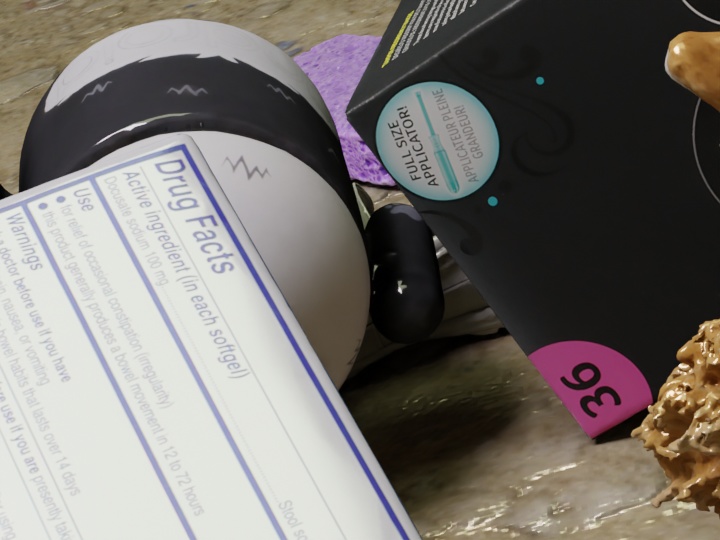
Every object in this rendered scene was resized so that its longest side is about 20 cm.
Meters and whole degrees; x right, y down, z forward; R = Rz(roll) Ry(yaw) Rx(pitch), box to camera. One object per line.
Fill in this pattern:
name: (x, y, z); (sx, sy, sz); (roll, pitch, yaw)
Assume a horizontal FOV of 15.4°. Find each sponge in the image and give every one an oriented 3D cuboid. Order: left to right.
sponge: (0.014, -0.079, 1.305); (0.111, 0.030, 0.199); (-30, 24, -32)

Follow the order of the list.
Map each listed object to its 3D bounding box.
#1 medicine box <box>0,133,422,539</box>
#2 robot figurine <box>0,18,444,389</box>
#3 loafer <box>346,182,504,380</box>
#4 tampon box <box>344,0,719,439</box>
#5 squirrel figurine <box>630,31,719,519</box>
medicine box: (-0.096, 0.086, 0.735); (0.199, 0.103, 0.183); (-21, 53, -14)
robot figurine: (-0.061, -0.012, 0.941); (0.150, 0.125, 0.200); (-28, 25, 6)
loafer: (0.000, 0.000, 1.045); (0.199, 0.070, 0.070); (-18, 19, -3)
tampon box: (0.123, -0.069, 0.920); (0.199, 0.150, 0.126); (-33, 15, 23)
squirrel figurine: (0.151, 0.011, 0.719); (0.141, 0.188, 0.200); (-8, 22, 22)
